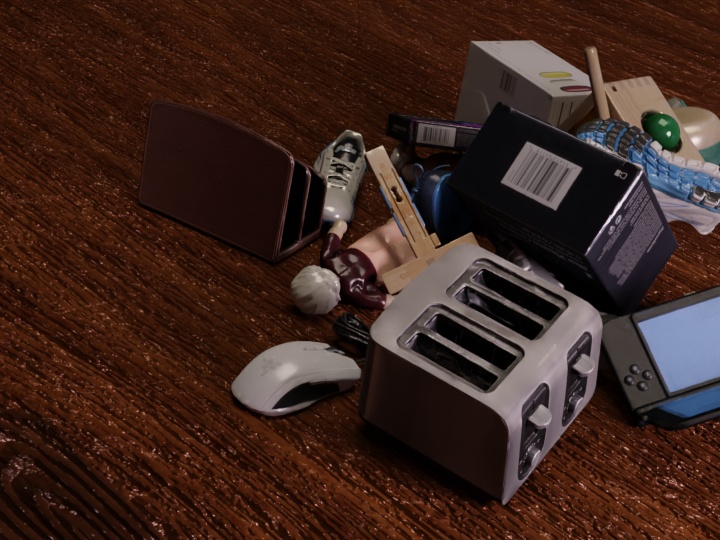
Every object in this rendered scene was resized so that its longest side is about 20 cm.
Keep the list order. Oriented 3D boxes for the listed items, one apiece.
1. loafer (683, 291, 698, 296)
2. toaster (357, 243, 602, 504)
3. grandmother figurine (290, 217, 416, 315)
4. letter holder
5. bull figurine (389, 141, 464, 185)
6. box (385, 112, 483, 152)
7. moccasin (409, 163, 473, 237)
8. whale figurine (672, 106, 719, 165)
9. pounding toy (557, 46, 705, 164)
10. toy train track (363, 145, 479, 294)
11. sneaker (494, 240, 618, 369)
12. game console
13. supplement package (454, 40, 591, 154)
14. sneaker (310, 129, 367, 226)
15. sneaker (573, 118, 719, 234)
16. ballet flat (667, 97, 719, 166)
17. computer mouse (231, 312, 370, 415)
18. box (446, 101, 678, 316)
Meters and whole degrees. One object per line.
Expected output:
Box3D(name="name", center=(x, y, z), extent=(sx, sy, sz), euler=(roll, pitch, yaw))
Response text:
Box3D(name="loafer", center=(0.404, 0.085, 1.475), extent=(0.069, 0.071, 0.201), euler=(4, 31, -9))
Box3D(name="toaster", center=(0.106, 0.087, 1.260), extent=(0.199, 0.119, 0.181), euler=(28, 46, 24))
Box3D(name="grandmother figurine", center=(0.000, 0.000, 1.498), extent=(0.121, 0.061, 0.199), euler=(42, 40, 22))
Box3D(name="letter holder", center=(-0.144, -0.121, 1.573), extent=(0.199, 0.143, 0.100), euler=(23, 30, 22))
Box3D(name="bull figurine", center=(0.128, -0.121, 1.744), extent=(0.121, 0.066, 0.199), euler=(-9, 23, -39))
Box3D(name="box", center=(0.118, -0.174, 1.751), extent=(0.141, 0.037, 0.200), euler=(6, 7, -11))
Box3D(name="moccasin", center=(0.085, -0.077, 1.609), extent=(0.068, 0.081, 0.200), euler=(26, -6, 16))
Box3D(name="whale figurine", center=(0.420, -0.167, 1.951), extent=(0.198, 0.105, 0.159), euler=(-6, 21, 23))
Box3D(name="pounding toy", center=(0.308, -0.146, 1.659), extent=(0.141, 0.200, 0.185), euler=(-14, 68, -39))
Box3D(name="toy train track", center=(0.057, -0.042, 1.502), extent=(0.114, 0.033, 0.201), euler=(-24, 79, -12))
Box3D(name="sneaker", center=(0.220, 0.045, 1.490), extent=(0.114, 0.076, 0.201), euler=(5, 38, -23))
Box3D(name="game console", center=(0.356, 0.076, 1.343), extent=(0.198, 0.117, 0.177), euler=(-16, 59, -5))
Box3D(name="supplement package", center=(0.231, -0.207, 1.861), extent=(0.110, 0.157, 0.200), euler=(-6, 31, -31))
Box3D(name="sneaker", center=(-0.030, -0.114, 1.682), extent=(0.071, 0.073, 0.201), euler=(13, 29, 0))
Box3D(name="sneaker", center=(0.325, -0.097, 1.542), extent=(0.199, 0.087, 0.075), euler=(28, 51, 5))
Box3D(name="ballet flat", center=(0.494, -0.201, 2.070), extent=(0.063, 0.068, 0.200), euler=(-20, 31, 0))
Box3D(name="computer mouse", center=(-0.037, 0.089, 1.327), extent=(0.199, 0.044, 0.109), euler=(-17, 40, -43))
Box3D(name="box", center=(0.230, -0.064, 1.535), extent=(0.196, 0.118, 0.200), euler=(31, -7, 33))
